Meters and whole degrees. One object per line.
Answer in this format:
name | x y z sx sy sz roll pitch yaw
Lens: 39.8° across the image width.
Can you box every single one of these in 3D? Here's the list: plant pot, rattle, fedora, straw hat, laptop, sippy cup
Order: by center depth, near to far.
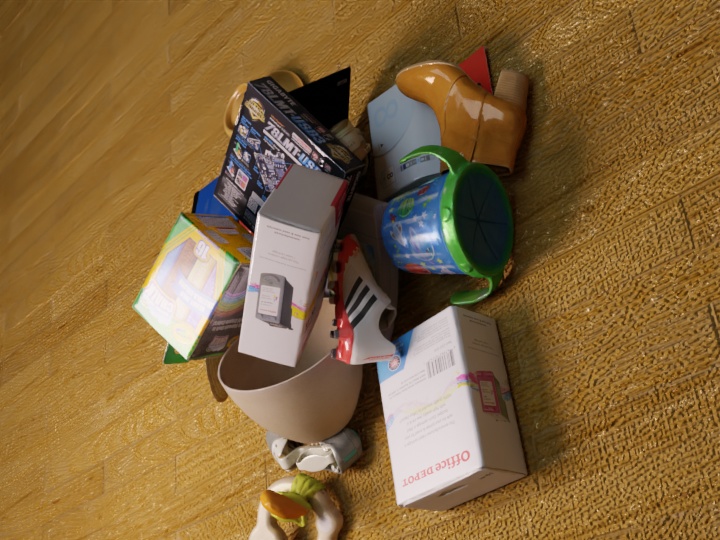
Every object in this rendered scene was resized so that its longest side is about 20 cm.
sippy cup | 0.100 -0.053 1.220 0.129 0.138 0.182 -8 76 39
rattle | -0.124 0.375 1.334 0.130 0.143 0.200 46 110 1
plant pot | -0.075 0.150 1.337 0.197 0.136 0.201 -20 25 10
laptop | -0.109 -0.198 1.483 0.198 0.176 0.105 -20 99 44
straw hat | -0.175 0.101 1.530 0.083 0.202 0.205 -1 71 6
fedora | -0.172 -0.254 1.666 0.199 0.081 0.205 -20 63 45

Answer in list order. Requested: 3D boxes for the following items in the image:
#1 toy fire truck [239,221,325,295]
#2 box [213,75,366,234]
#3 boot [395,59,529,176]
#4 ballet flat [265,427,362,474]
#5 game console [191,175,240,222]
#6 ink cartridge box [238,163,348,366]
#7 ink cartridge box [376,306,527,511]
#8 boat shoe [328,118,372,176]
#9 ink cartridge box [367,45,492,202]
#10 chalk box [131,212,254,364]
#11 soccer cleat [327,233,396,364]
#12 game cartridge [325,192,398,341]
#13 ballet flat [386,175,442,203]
toy fire truck | -0.077 -0.054 1.477 0.166 0.112 0.203 -29 55 17
box | -0.102 -0.123 1.353 0.200 0.049 0.200 42 131 20
boot | 0.116 -0.189 1.277 0.198 0.071 0.146 8 70 29
ballet flat | -0.081 0.250 1.382 0.198 0.068 0.064 -10 24 45
game console | -0.221 -0.056 1.623 0.169 0.119 0.201 -33 30 17
ink cartridge box | -0.085 -0.008 1.243 0.148 0.084 0.203 -68 -9 -57
ink cartridge box | 0.104 0.169 1.188 0.144 0.084 0.203 -34 52 38
boat shoe | -0.018 -0.160 1.405 0.073 0.200 0.067 -35 88 7
ink cartridge box | 0.095 -0.199 1.360 0.199 0.047 0.163 -30 56 42
chalk box | -0.218 0.039 1.370 0.123 0.124 0.202 39 107 22
soccer cleat | 0.003 0.036 1.258 0.202 0.083 0.069 -93 11 -45
game cartridge | 0.000 0.000 1.351 0.132 0.040 0.204 19 115 47
ballet flat | 0.055 -0.064 1.343 0.198 0.069 0.071 -23 60 39
